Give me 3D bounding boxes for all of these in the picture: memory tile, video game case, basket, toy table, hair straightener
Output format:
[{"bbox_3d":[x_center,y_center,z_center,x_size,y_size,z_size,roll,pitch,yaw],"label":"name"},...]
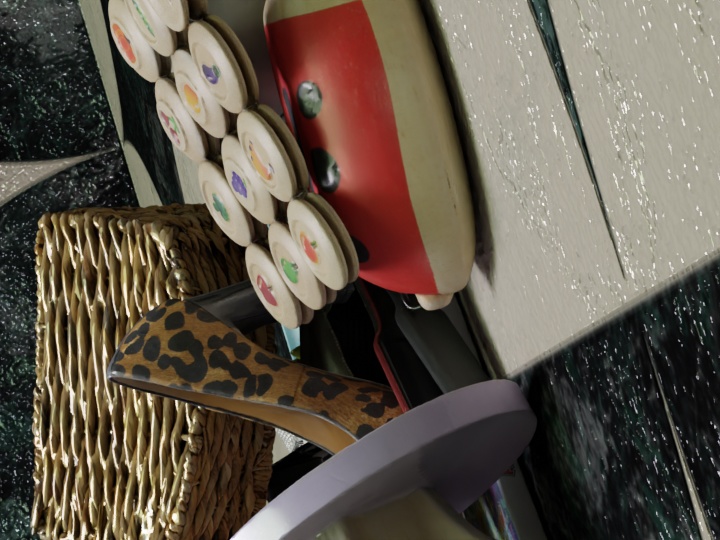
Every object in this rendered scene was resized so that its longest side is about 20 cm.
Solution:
[{"bbox_3d":[-0.068,-0.067,1.509,0.200,0.017,0.153,60,162,3],"label":"memory tile"},{"bbox_3d":[0.067,0.112,1.619,0.143,0.018,0.201,90,162,-62],"label":"video game case"},{"bbox_3d":[-0.091,0.062,1.718,0.142,0.149,0.201,4,94,42],"label":"basket"},{"bbox_3d":[0.022,0.158,1.465,0.200,0.183,0.117,-43,64,31],"label":"toy table"},{"bbox_3d":[0.032,0.005,1.573,0.077,0.041,0.200,-50,47,35],"label":"hair straightener"}]

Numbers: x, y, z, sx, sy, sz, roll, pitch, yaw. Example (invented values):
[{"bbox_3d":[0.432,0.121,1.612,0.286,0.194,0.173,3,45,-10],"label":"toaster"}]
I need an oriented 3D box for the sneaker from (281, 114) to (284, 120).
[{"bbox_3d":[-0.042,-0.067,1.775,0.077,0.083,0.201,-122,17,-61],"label":"sneaker"}]

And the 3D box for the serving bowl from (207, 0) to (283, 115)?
[{"bbox_3d":[-0.049,-0.173,1.588,0.200,0.066,0.201,-1,-90,-87],"label":"serving bowl"}]

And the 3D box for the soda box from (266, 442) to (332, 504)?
[{"bbox_3d":[0.021,0.188,1.731,0.063,0.071,0.201,-19,99,47],"label":"soda box"}]

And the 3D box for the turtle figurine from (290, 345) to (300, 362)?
[{"bbox_3d":[0.013,0.111,1.824,0.162,0.064,0.200,57,157,8],"label":"turtle figurine"}]

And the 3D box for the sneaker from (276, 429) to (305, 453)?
[{"bbox_3d":[-0.017,0.154,1.956,0.200,0.082,0.078,58,166,22],"label":"sneaker"}]

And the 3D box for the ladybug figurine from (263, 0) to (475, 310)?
[{"bbox_3d":[0.003,-0.075,1.487,0.136,0.072,0.201,157,96,-82],"label":"ladybug figurine"}]

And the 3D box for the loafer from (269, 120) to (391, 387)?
[{"bbox_3d":[0.000,0.000,1.679,0.071,0.073,0.201,-26,72,62],"label":"loafer"}]

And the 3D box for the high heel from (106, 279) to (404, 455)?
[{"bbox_3d":[-0.040,0.096,1.580,0.200,0.142,0.071,63,162,20],"label":"high heel"}]

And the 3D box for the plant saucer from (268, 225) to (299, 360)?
[{"bbox_3d":[-0.032,0.017,2.064,0.200,0.036,0.201,164,90,-82],"label":"plant saucer"}]
